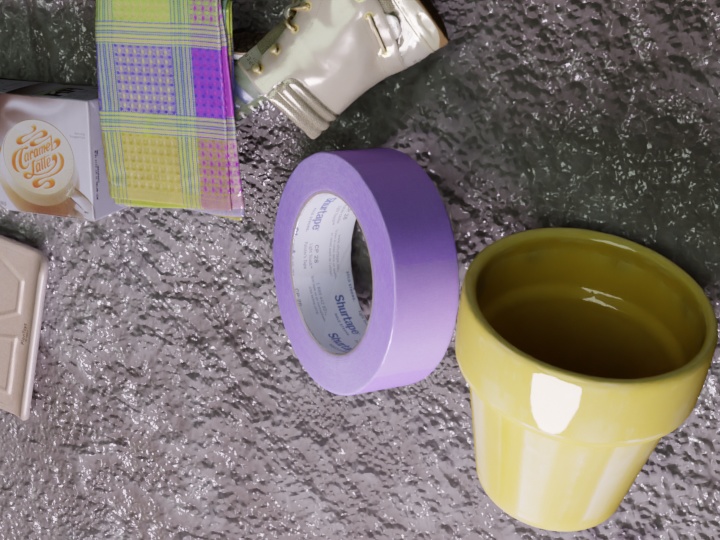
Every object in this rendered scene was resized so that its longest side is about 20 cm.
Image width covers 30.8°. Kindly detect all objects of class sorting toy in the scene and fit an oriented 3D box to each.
[{"bbox_3d":[-0.405,0.038,1.357,0.198,0.036,0.187,21,113,20],"label":"sorting toy"}]

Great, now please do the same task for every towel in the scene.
[{"bbox_3d":[-0.167,-0.144,1.140,0.142,0.023,0.203,6,111,25],"label":"towel"}]

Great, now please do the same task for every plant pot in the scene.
[{"bbox_3d":[0.169,0.098,1.060,0.198,0.201,0.191,18,128,16],"label":"plant pot"}]

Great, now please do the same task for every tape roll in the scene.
[{"bbox_3d":[0.000,0.000,1.100,0.199,0.065,0.203,15,107,56],"label":"tape roll"}]

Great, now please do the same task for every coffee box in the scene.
[{"bbox_3d":[-0.320,-0.120,1.244,0.197,0.080,0.116,8,109,19],"label":"coffee box"}]

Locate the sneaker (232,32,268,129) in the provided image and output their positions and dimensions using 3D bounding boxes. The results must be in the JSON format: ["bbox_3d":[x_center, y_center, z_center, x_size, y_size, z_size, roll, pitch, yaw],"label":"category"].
[{"bbox_3d":[-0.114,-0.159,1.162,0.198,0.067,0.091,2,115,21],"label":"sneaker"}]

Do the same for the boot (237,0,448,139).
[{"bbox_3d":[-0.044,-0.217,1.039,0.155,0.073,0.200,-34,114,15],"label":"boot"}]
